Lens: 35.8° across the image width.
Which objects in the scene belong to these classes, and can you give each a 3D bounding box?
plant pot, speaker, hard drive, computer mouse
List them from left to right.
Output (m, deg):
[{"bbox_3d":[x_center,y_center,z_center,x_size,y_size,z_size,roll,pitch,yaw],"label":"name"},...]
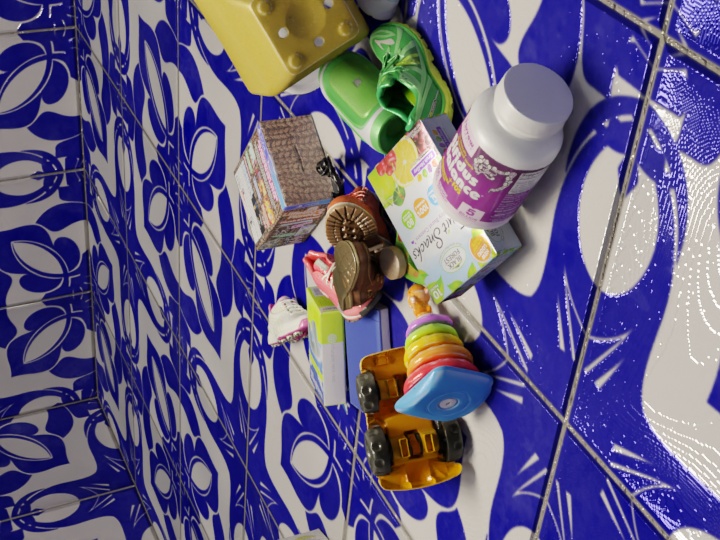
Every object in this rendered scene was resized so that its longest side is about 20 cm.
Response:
[{"bbox_3d":[-0.100,-0.361,1.546,0.196,0.194,0.200,58,175,-23],"label":"plant pot"},{"bbox_3d":[-0.036,-0.088,1.785,0.140,0.046,0.201,-102,-8,-78],"label":"computer mouse"},{"bbox_3d":[0.013,0.142,1.835,0.132,0.025,0.201,27,124,60],"label":"hard drive"},{"bbox_3d":[0.012,-0.242,1.594,0.200,0.088,0.089,52,145,45],"label":"speaker"}]

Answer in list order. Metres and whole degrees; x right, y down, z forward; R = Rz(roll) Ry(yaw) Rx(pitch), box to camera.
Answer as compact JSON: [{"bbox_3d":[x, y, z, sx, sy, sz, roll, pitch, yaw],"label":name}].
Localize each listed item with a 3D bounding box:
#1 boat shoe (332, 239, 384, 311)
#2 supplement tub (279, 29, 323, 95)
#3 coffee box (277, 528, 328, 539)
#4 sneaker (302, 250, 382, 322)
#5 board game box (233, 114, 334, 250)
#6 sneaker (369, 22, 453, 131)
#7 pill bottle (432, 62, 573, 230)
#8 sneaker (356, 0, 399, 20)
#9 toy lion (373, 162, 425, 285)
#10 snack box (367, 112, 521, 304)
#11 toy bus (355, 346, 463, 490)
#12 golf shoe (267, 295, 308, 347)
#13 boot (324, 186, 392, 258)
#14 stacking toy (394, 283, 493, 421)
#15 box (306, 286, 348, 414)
[{"bbox_3d":[0.000,0.001,1.631,0.200,0.067,0.072,101,153,-70],"label":"boat shoe"},{"bbox_3d":[-0.130,-0.374,1.805,0.200,0.122,0.123,47,141,48],"label":"supplement tub"},{"bbox_3d":[-0.126,0.652,2.158,0.198,0.199,0.201,-150,53,-60],"label":"coffee box"},{"bbox_3d":[-0.039,0.020,1.794,0.087,0.074,0.200,44,173,-30],"label":"sneaker"},{"bbox_3d":[-0.135,-0.150,1.945,0.200,0.096,0.160,-47,58,61],"label":"board game box"},{"bbox_3d":[0.055,-0.262,1.491,0.074,0.083,0.200,106,145,-47],"label":"sneaker"},{"bbox_3d":[0.163,-0.141,1.271,0.113,0.112,0.200,67,154,23],"label":"pill bottle"},{"bbox_3d":[0.008,-0.447,1.545,0.201,0.070,0.080,61,146,18],"label":"sneaker"},{"bbox_3d":[0.099,-0.073,1.518,0.191,0.068,0.201,21,120,54],"label":"toy lion"},{"bbox_3d":[0.103,-0.078,1.425,0.142,0.053,0.201,-44,69,50],"label":"snack box"},{"bbox_3d":[0.061,0.215,1.663,0.192,0.135,0.201,147,113,-81],"label":"toy bus"},{"bbox_3d":[-0.133,0.089,2.082,0.200,0.075,0.092,157,104,-65],"label":"golf shoe"},{"bbox_3d":[-0.009,-0.084,1.645,0.200,0.075,0.108,48,-149,-66],"label":"boot"},{"bbox_3d":[0.099,0.102,1.556,0.116,0.109,0.201,-47,43,36],"label":"stacking toy"},{"bbox_3d":[-0.059,0.140,1.945,0.122,0.047,0.201,-125,31,-65],"label":"box"}]
